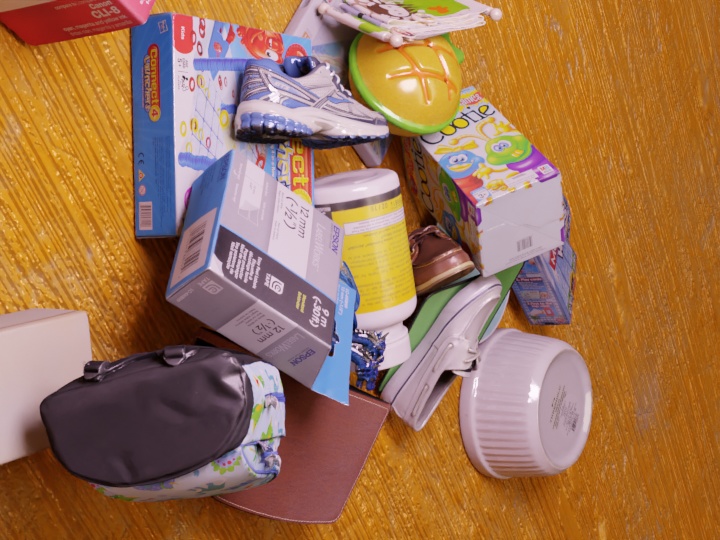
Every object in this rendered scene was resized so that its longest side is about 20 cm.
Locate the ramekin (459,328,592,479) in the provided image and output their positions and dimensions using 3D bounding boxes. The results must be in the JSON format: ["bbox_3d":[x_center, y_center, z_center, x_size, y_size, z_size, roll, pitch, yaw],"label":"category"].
[{"bbox_3d":[0.225,0.177,1.575,0.200,0.105,0.201,0,90,-54],"label":"ramekin"}]

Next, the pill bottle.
[{"bbox_3d":[0.000,0.000,1.262,0.111,0.111,0.201,-25,110,-50],"label":"pill bottle"}]

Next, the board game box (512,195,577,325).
[{"bbox_3d":[0.232,-0.056,1.582,0.200,0.061,0.201,43,51,-55],"label":"board game box"}]

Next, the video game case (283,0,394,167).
[{"bbox_3d":[0.002,-0.249,1.337,0.200,0.022,0.183,53,51,-40],"label":"video game case"}]

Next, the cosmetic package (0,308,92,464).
[{"bbox_3d":[-0.298,0.095,0.893,0.200,0.073,0.104,-16,104,-53],"label":"cosmetic package"}]

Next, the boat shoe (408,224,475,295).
[{"bbox_3d":[0.073,-0.014,1.331,0.072,0.200,0.068,-23,93,-7],"label":"boat shoe"}]

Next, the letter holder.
[{"bbox_3d":[-0.087,0.158,1.156,0.200,0.100,0.143,27,85,-50],"label":"letter holder"}]

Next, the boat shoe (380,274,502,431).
[{"bbox_3d":[0.104,0.095,1.357,0.200,0.066,0.072,-51,155,8],"label":"boat shoe"}]

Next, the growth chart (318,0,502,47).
[{"bbox_3d":[0.052,-0.277,1.276,0.200,0.144,0.018,-23,130,-42],"label":"growth chart"}]

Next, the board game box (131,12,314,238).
[{"bbox_3d":[-0.126,-0.131,1.135,0.196,0.056,0.201,-4,94,-53],"label":"board game box"}]

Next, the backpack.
[{"bbox_3d":[-0.134,0.121,0.955,0.200,0.163,0.154,-49,125,-80],"label":"backpack"}]

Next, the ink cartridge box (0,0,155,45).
[{"bbox_3d":[-0.247,-0.294,0.896,0.200,0.144,0.146,43,57,-44],"label":"ink cartridge box"}]

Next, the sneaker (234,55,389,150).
[{"bbox_3d":[-0.039,-0.164,1.146,0.200,0.077,0.086,0,86,-54],"label":"sneaker"}]

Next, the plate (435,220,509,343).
[{"bbox_3d":[0.135,-0.006,1.517,0.200,0.025,0.201,-3,94,-54],"label":"plate"}]

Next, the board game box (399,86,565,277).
[{"bbox_3d":[0.132,-0.104,1.335,0.105,0.200,0.103,-22,132,-12],"label":"board game box"}]

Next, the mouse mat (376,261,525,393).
[{"bbox_3d":[0.107,0.064,1.403,0.200,0.008,0.161,-17,142,-46],"label":"mouse mat"}]

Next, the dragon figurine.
[{"bbox_3d":[-0.032,0.031,1.178,0.059,0.099,0.201,-79,158,-59],"label":"dragon figurine"}]

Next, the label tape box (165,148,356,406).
[{"bbox_3d":[-0.063,0.008,1.041,0.200,0.066,0.144,33,40,-27],"label":"label tape box"}]

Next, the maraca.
[{"bbox_3d":[0.054,-0.223,1.302,0.137,0.107,0.200,33,44,-14],"label":"maraca"}]
